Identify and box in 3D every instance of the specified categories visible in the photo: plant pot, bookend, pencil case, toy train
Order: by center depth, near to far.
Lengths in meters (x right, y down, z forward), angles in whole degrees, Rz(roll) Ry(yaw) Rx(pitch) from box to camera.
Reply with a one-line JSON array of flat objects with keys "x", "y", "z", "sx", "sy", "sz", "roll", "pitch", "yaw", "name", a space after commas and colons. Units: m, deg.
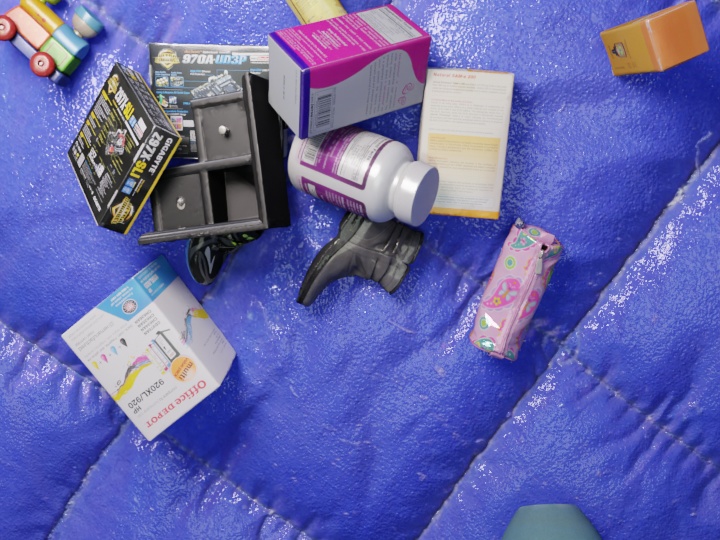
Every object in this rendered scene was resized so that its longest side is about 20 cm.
[{"x": -0.210, "y": -0.148, "z": 1.060, "sx": 0.194, "sy": 0.092, "sz": 0.205, "roll": -5, "pitch": 94, "yaw": 15, "name": "bookend"}, {"x": -0.467, "y": -0.369, "z": 1.089, "sx": 0.200, "sy": 0.085, "sz": 0.116, "roll": 43, "pitch": 91, "yaw": -7, "name": "toy train"}, {"x": 0.231, "y": 0.030, "z": 1.146, "sx": 0.086, "sy": 0.088, "sz": 0.204, "roll": 20, "pitch": 104, "yaw": -2, "name": "pencil case"}, {"x": 0.297, "y": 0.439, "z": 1.201, "sx": 0.195, "sy": 0.201, "sz": 0.138, "roll": -3, "pitch": 68, "yaw": 3, "name": "plant pot"}]

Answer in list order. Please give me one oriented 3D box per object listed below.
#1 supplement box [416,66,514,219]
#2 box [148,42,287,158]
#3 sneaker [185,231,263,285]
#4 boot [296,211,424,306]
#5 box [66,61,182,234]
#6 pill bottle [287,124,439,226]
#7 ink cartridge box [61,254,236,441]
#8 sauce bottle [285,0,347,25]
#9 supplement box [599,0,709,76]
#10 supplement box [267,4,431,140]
[{"x": 0.144, "y": -0.183, "z": 1.104, "sx": 0.123, "sy": 0.074, "sz": 0.205, "roll": 5, "pitch": 105, "yaw": 1, "name": "supplement box"}, {"x": -0.205, "y": -0.244, "z": 1.120, "sx": 0.195, "sy": 0.046, "sz": 0.163, "roll": 1, "pitch": 103, "yaw": 3, "name": "box"}, {"x": -0.191, "y": -0.062, "z": 1.139, "sx": 0.083, "sy": 0.070, "sz": 0.201, "roll": 41, "pitch": 103, "yaw": 30, "name": "sneaker"}, {"x": 0.000, "y": 0.000, "z": 1.160, "sx": 0.130, "sy": 0.070, "sz": 0.201, "roll": 34, "pitch": 107, "yaw": -11, "name": "boot"}, {"x": -0.333, "y": -0.172, "z": 1.070, "sx": 0.049, "sy": 0.201, "sz": 0.161, "roll": 21, "pitch": 111, "yaw": -44, "name": "box"}, {"x": 0.006, "y": -0.134, "z": 1.069, "sx": 0.197, "sy": 0.112, "sz": 0.115, "roll": 24, "pitch": 105, "yaw": 23, "name": "pill bottle"}, {"x": -0.308, "y": 0.113, "z": 1.157, "sx": 0.146, "sy": 0.145, "sz": 0.201, "roll": -36, "pitch": 100, "yaw": 9, "name": "ink cartridge box"}, {"x": -0.078, "y": -0.392, "z": 1.070, "sx": 0.065, "sy": 0.066, "sz": 0.202, "roll": -32, "pitch": 101, "yaw": 9, "name": "sauce bottle"}, {"x": 0.376, "y": -0.297, "z": 1.003, "sx": 0.068, "sy": 0.200, "sz": 0.068, "roll": -23, "pitch": 101, "yaw": 4, "name": "supplement box"}, {"x": -0.015, "y": -0.265, "z": 1.019, "sx": 0.197, "sy": 0.104, "sz": 0.103, "roll": -21, "pitch": 140, "yaw": -25, "name": "supplement box"}]
